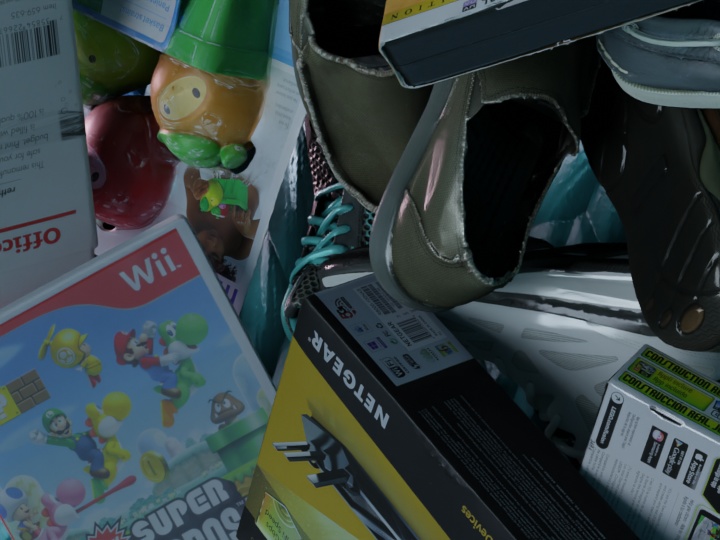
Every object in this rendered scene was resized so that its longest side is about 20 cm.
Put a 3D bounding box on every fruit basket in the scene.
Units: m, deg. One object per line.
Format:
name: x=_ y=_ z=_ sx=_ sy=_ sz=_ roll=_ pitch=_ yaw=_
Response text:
fruit basket: x=-0.106 y=-0.080 z=1.132 sx=0.185 sy=0.094 sz=0.201 roll=28 pitch=100 yaw=36

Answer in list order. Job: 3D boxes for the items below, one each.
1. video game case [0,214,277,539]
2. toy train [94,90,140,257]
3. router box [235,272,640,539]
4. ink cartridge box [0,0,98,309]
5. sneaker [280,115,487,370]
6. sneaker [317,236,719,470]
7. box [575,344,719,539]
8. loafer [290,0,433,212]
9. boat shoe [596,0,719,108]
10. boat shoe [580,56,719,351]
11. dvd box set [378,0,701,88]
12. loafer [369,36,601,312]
video game case: x=-0.100 y=0.094 z=1.088 sx=0.200 sy=0.143 sz=0.017 roll=63 pitch=174 yaw=-12
toy train: x=-0.158 y=-0.046 z=1.279 sx=0.200 sy=0.087 sz=0.115 roll=30 pitch=126 yaw=37
router box: x=0.034 y=0.123 z=0.984 sx=0.200 sy=0.052 sz=0.158 roll=48 pitch=139 yaw=32
ink cartridge box: x=-0.193 y=-0.059 z=1.081 sx=0.067 sy=0.116 sz=0.201 roll=29 pitch=128 yaw=53
sneaker: x=0.000 y=0.000 z=1.105 sx=0.078 sy=0.091 sz=0.201 roll=-27 pitch=73 yaw=45
sneaker: x=0.073 y=0.046 z=1.023 sx=0.200 sy=0.076 sz=0.116 roll=4 pitch=103 yaw=25
box: x=0.131 y=0.139 z=0.963 sx=0.110 sy=0.035 sz=0.200 roll=29 pitch=129 yaw=19
loafer: x=0.000 y=-0.098 z=1.010 sx=0.075 sy=0.070 sz=0.200 roll=-10 pitch=128 yaw=9
boat shoe: x=0.182 y=-0.101 z=0.874 sx=0.199 sy=0.062 sz=0.073 roll=-2 pitch=61 yaw=25
boat shoe: x=0.144 y=-0.049 z=0.962 sx=0.076 sy=0.074 sz=0.201 roll=127 pitch=143 yaw=-48
dvd box set: x=0.087 y=-0.167 z=0.917 sx=0.146 sy=0.029 sz=0.200 roll=-15 pitch=43 yaw=27
loafer: x=0.070 y=-0.074 z=0.951 sx=0.070 sy=0.075 sz=0.201 roll=13 pitch=83 yaw=58
